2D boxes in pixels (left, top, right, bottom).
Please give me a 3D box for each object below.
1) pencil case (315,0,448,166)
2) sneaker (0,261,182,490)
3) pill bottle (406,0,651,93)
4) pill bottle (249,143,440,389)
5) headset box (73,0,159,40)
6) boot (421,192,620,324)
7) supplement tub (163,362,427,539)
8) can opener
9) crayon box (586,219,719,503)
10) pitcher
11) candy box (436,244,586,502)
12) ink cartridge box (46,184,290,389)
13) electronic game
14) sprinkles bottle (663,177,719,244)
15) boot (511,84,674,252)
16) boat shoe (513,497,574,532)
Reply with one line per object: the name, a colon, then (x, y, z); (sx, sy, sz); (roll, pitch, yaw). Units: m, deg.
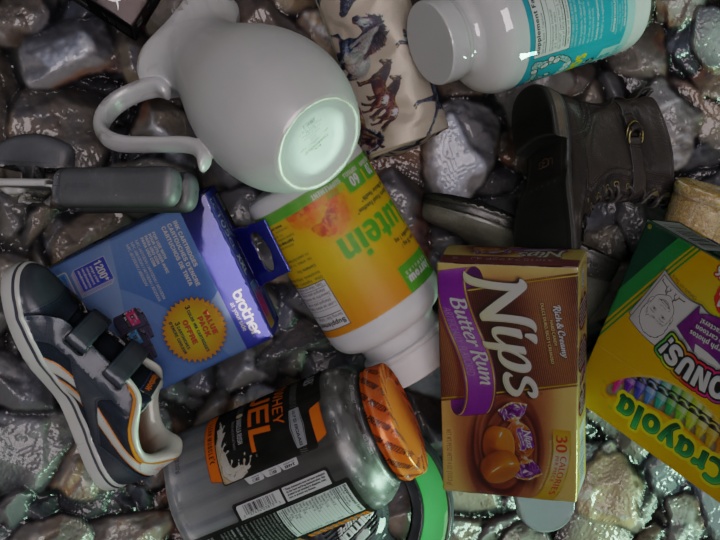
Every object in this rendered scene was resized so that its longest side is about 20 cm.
pencil case: (0.010, -0.192, 1.103); (0.089, 0.078, 0.202); (-16, 98, 14)
sneaker: (-0.206, 0.075, 1.011); (0.079, 0.079, 0.202); (-18, 110, 19)
pill bottle: (0.139, -0.216, 1.079); (0.198, 0.111, 0.112); (-20, 98, -25)
pill bottle: (0.000, 0.000, 1.101); (0.110, 0.111, 0.201); (-33, 99, -5)
headset box: (-0.161, -0.295, 1.031); (0.075, 0.149, 0.201); (31, 89, -11)
boot: (0.128, 0.018, 1.148); (0.198, 0.068, 0.132); (22, 96, -9)
supplement tub: (-0.052, 0.158, 1.057); (0.198, 0.123, 0.124); (-24, 98, 10)
can opener: (-0.224, -0.082, 1.046); (0.198, 0.053, 0.068); (1, 84, 24)
crayon box: (0.291, 0.079, 1.051); (0.058, 0.200, 0.174); (2, 115, -44)
pitcher: (-0.109, -0.128, 1.020); (0.171, 0.200, 0.122); (-43, 142, -11)
candy box: (0.126, 0.083, 1.050); (0.115, 0.056, 0.202); (3, 108, 17)
ink cartridge box: (-0.157, 0.019, 1.082); (0.198, 0.076, 0.138); (-26, 98, 3)
electronic game: (-0.013, 0.222, 1.154); (0.197, 0.042, 0.203); (-1, 95, -9)
sprinkles bottle: (0.284, 0.021, 1.150); (0.067, 0.068, 0.202); (13, 105, -10)
boot: (0.216, -0.071, 1.116); (0.173, 0.069, 0.203); (4, 82, -37)
boat shoe: (0.150, 0.124, 1.142); (0.070, 0.091, 0.203); (-4, 100, -4)
